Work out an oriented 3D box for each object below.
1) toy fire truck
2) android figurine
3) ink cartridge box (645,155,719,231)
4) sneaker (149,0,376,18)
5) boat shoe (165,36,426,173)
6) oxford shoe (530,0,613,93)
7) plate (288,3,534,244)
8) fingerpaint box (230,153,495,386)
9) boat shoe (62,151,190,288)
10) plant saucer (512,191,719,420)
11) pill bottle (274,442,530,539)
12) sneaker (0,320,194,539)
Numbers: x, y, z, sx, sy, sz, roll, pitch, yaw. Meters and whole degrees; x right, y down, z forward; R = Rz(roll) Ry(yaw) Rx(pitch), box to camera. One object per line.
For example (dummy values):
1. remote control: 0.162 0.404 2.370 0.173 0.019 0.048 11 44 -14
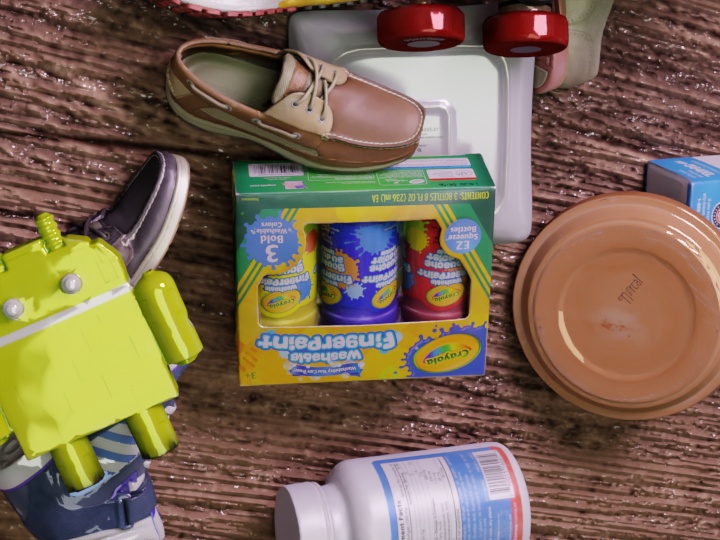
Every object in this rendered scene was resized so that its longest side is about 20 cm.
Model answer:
1. toy fire truck: 0.098 -0.225 1.087 0.199 0.168 0.113 0 87 -12
2. android figurine: -0.213 0.058 1.106 0.182 0.041 0.201 -21 102 -3
3. ink cartridge box: 0.355 -0.026 1.336 0.199 0.084 0.147 -5 107 -17
4. sneaker: -0.075 -0.234 1.132 0.199 0.078 0.082 -13 106 -26
5. boat shoe: -0.051 -0.126 1.126 0.199 0.074 0.076 11 71 0
6. oxford shoe: 0.168 -0.246 1.222 0.074 0.071 0.201 -10 115 -32
7. plate: 0.045 -0.109 1.207 0.199 0.032 0.201 -3 108 -7
8. fingerpaint box: 0.000 0.000 1.184 0.199 0.073 0.167 -1 117 -6
9. boat shoe: -0.200 -0.008 1.149 0.065 0.072 0.200 28 100 -29
10. plant saucer: 0.227 0.033 1.278 0.200 0.032 0.201 4 107 14
11. pill bottle: 0.033 0.210 1.273 0.199 0.112 0.113 -5 107 -18
12. sneaker: -0.182 0.144 1.198 0.200 0.081 0.147 -39 120 -8
